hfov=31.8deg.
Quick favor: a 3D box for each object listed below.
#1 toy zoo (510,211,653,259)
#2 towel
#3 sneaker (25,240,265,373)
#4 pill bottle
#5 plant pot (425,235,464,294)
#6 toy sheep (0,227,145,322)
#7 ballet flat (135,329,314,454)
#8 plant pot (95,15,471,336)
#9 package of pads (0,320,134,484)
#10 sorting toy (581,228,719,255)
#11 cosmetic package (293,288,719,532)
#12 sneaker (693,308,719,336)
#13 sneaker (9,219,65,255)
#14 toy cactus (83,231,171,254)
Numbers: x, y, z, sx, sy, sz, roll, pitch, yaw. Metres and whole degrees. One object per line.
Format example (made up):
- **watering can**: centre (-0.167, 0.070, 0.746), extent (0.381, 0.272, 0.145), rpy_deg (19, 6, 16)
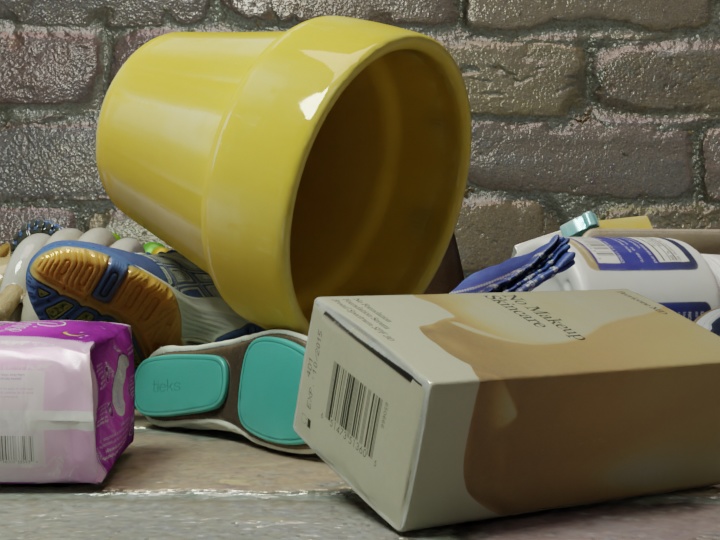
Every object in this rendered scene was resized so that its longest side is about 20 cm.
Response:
- **toy zoo**: centre (0.196, 0.005, 1.187), extent (0.130, 0.021, 0.200), rpy_deg (-12, -27, -11)
- **towel**: centre (0.039, 0.037, 0.857), extent (0.199, 0.024, 0.145), rpy_deg (-28, 2, -27)
- **sneaker**: centre (-0.134, 0.022, 0.842), extent (0.199, 0.075, 0.088), rpy_deg (26, 26, -34)
- **pill bottle**: centre (0.227, 0.032, 1.051), extent (0.199, 0.121, 0.119), rpy_deg (0, 2, -29)
- **plant pot**: centre (0.020, -0.016, 1.213), extent (0.185, 0.202, 0.187), rpy_deg (1, 2, 0)
- **toy sheep**: centre (-0.194, 0.033, 0.918), extent (0.199, 0.139, 0.138), rpy_deg (14, 2, 0)
- **ballet flat**: centre (-0.056, 0.071, 0.757), extent (0.069, 0.070, 0.199), rpy_deg (-2, -1, -45)
- **plant pot**: centre (-0.058, -0.071, 0.805), extent (0.188, 0.202, 0.200), rpy_deg (21, 13, 31)
- **package of pads**: centre (-0.220, 0.065, 0.651), extent (0.198, 0.076, 0.121), rpy_deg (0, 5, -1)
- **sorting toy**: centre (0.229, 0.029, 1.189), extent (0.184, 0.037, 0.200), rpy_deg (-1, -32, -30)
- **cosmetic package**: centre (0.080, 0.059, 0.605), extent (0.199, 0.072, 0.105), rpy_deg (-2, 21, -34)
- **sneaker**: centre (0.320, 0.064, 0.901), extent (0.199, 0.071, 0.108), rpy_deg (3, -2, -44)
- **sneaker**: centre (-0.229, 0.019, 1.182), extent (0.200, 0.077, 0.085), rpy_deg (36, 2, 16)
- **toy cactus**: centre (-0.210, 0.038, 1.048), extent (0.199, 0.103, 0.165), rpy_deg (3, 36, 29)
